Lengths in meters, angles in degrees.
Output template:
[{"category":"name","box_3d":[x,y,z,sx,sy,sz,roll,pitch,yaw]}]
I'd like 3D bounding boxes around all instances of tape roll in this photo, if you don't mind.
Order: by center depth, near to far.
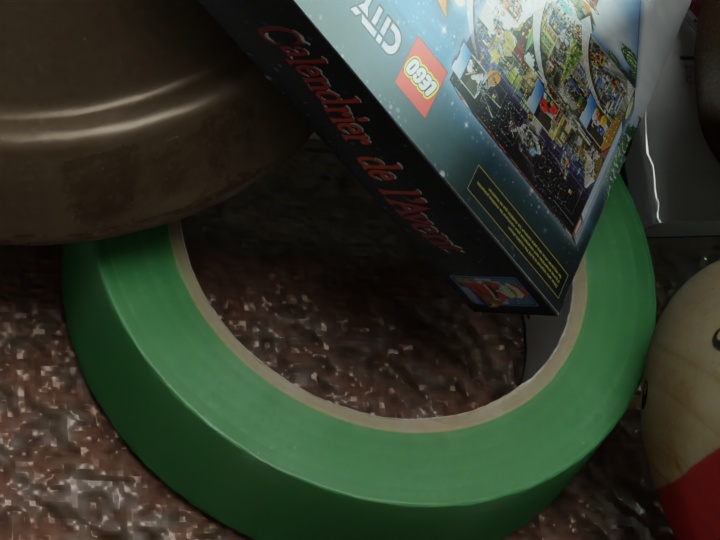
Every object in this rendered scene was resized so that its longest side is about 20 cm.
[{"category":"tape roll","box_3d":[0.000,0.000,0.791,0.199,0.048,0.202,10,56,-15]}]

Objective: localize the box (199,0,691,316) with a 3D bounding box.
[{"category":"box","box_3d":[0.024,-0.098,0.721,0.200,0.038,0.137,48,58,-39]}]

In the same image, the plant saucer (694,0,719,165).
[{"category":"plant saucer","box_3d":[0.176,-0.014,0.772,0.200,0.200,0.037,44,88,10]}]

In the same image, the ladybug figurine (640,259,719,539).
[{"category":"ladybug figurine","box_3d":[0.163,0.086,0.738,0.200,0.136,0.072,47,45,4]}]

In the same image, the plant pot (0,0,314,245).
[{"category":"plant pot","box_3d":[-0.103,-0.135,0.724,0.199,0.175,0.201,0,44,0]}]

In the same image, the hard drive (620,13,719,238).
[{"category":"hard drive","box_3d":[0.149,-0.113,0.896,0.131,0.025,0.201,-2,77,-25]}]

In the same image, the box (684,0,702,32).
[{"category":"box","box_3d":[0.221,-0.062,0.828,0.200,0.095,0.100,45,88,-7]}]
